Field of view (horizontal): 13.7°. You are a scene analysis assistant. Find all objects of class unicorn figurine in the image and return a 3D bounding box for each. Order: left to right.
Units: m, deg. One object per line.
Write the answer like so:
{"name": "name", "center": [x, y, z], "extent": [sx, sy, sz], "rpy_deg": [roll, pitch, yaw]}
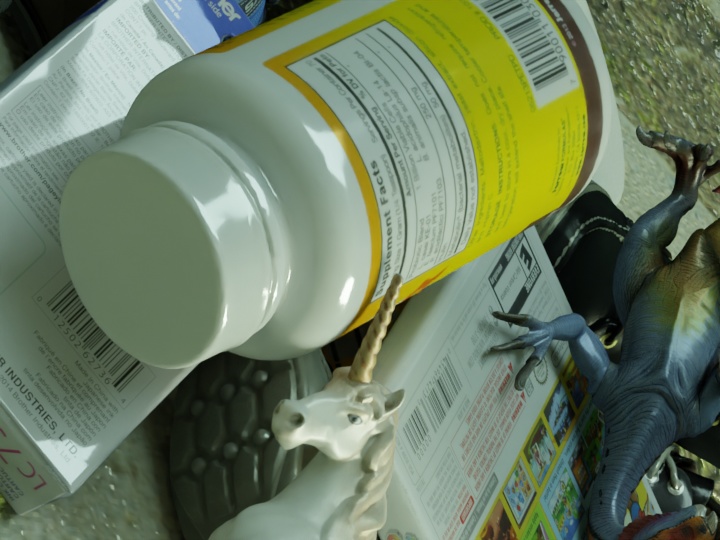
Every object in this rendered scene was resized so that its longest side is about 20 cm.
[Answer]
{"name": "unicorn figurine", "center": [-0.029, 0.120, 1.003], "extent": [0.137, 0.074, 0.201], "rpy_deg": [-18, 91, -22]}

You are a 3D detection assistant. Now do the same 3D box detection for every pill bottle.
{"name": "pill bottle", "center": [-0.009, -0.038, 1.049], "extent": [0.200, 0.109, 0.109], "rpy_deg": [-28, 86, -42]}

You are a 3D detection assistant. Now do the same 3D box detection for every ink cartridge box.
{"name": "ink cartridge box", "center": [-0.092, -0.020, 1.072], "extent": [0.119, 0.042, 0.200], "rpy_deg": [52, 51, -10]}

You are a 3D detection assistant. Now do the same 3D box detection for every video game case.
{"name": "video game case", "center": [0.061, 0.087, 1.165], "extent": [0.182, 0.023, 0.200], "rpy_deg": [65, 27, -18]}

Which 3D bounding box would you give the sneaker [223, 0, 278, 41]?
{"name": "sneaker", "center": [-0.068, -0.149, 1.294], "extent": [0.200, 0.077, 0.085], "rpy_deg": [-89, 173, -69]}

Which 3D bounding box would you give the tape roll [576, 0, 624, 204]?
{"name": "tape roll", "center": [0.076, -0.120, 1.468], "extent": [0.203, 0.037, 0.203], "rpy_deg": [-90, 154, -45]}

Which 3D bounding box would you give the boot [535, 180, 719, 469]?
{"name": "boot", "center": [0.145, 0.036, 1.327], "extent": [0.154, 0.074, 0.204], "rpy_deg": [35, -2, 20]}

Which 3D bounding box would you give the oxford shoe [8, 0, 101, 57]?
{"name": "oxford shoe", "center": [-0.101, -0.121, 1.187], "extent": [0.073, 0.084, 0.200], "rpy_deg": [10, 51, -53]}

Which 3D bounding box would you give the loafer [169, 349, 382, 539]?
{"name": "loafer", "center": [-0.024, 0.100, 1.100], "extent": [0.070, 0.070, 0.201], "rpy_deg": [28, 47, -48]}

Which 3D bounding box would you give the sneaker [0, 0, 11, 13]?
{"name": "sneaker", "center": [-0.152, -0.171, 1.118], "extent": [0.076, 0.091, 0.200], "rpy_deg": [8, 46, -1]}

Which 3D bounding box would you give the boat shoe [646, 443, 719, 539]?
{"name": "boat shoe", "center": [0.137, 0.113, 1.351], "extent": [0.200, 0.060, 0.074], "rpy_deg": [53, 28, -8]}

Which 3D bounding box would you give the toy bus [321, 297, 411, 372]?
{"name": "toy bus", "center": [0.000, 0.000, 1.207], "extent": [0.065, 0.078, 0.201], "rpy_deg": [-19, 92, -62]}

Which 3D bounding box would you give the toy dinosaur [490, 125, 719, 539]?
{"name": "toy dinosaur", "center": [0.137, 0.039, 1.205], "extent": [0.200, 0.105, 0.182], "rpy_deg": [20, 83, -62]}
